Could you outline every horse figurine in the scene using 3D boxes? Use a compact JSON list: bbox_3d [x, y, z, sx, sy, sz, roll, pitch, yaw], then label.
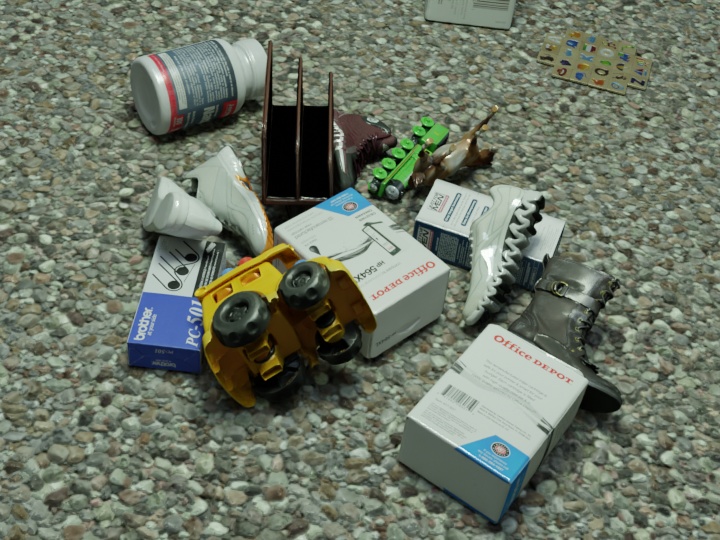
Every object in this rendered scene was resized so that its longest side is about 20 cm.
[{"bbox_3d":[0.134,-0.169,1.737,0.198,0.133,0.050,-31,75,-27],"label":"horse figurine"}]

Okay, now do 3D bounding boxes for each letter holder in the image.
[{"bbox_3d":[-0.086,-0.212,1.630,0.099,0.144,0.202,1,47,-1],"label":"letter holder"}]

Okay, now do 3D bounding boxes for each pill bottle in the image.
[{"bbox_3d":[-0.243,-0.291,1.806,0.198,0.121,0.120,-20,49,-27],"label":"pill bottle"}]

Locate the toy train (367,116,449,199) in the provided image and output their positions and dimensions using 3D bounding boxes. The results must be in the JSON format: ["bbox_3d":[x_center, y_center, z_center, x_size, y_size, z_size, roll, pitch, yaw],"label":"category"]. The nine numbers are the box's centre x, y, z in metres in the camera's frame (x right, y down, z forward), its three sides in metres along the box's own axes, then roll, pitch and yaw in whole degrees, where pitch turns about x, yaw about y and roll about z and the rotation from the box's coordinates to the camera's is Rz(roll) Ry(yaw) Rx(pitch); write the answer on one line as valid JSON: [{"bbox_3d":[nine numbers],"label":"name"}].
[{"bbox_3d":[0.076,-0.169,1.788,0.056,0.042,0.200,32,47,9],"label":"toy train"}]

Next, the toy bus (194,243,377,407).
[{"bbox_3d":[-0.101,0.038,1.439,0.198,0.137,0.193,-29,39,2],"label":"toy bus"}]

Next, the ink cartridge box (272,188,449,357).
[{"bbox_3d":[0.000,0.000,1.547,0.145,0.085,0.199,-30,54,-33],"label":"ink cartridge box"}]

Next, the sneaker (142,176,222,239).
[{"bbox_3d":[-0.239,-0.073,1.587,0.087,0.076,0.200,18,7,-23],"label":"sneaker"}]

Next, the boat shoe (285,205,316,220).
[{"bbox_3d":[-0.098,-0.140,1.702,0.064,0.074,0.201,-4,44,-21],"label":"boat shoe"}]

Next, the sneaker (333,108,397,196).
[{"bbox_3d":[0.004,-0.181,1.763,0.113,0.077,0.202,2,42,-11],"label":"sneaker"}]

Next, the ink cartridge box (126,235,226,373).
[{"bbox_3d":[-0.233,0.040,1.508,0.092,0.045,0.202,6,43,0],"label":"ink cartridge box"}]

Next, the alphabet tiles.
[{"bbox_3d":[0.416,-0.372,2.083,0.197,0.006,0.168,16,44,9],"label":"alphabet tiles"}]

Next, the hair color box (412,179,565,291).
[{"bbox_3d":[0.180,-0.050,1.657,0.197,0.061,0.101,20,45,12],"label":"hair color box"}]

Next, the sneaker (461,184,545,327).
[{"bbox_3d":[0.176,-0.021,1.569,0.080,0.075,0.203,22,81,19],"label":"sneaker"}]

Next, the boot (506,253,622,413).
[{"bbox_3d":[0.283,0.071,1.504,0.198,0.070,0.174,30,65,25],"label":"boot"}]

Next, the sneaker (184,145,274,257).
[{"bbox_3d":[-0.182,-0.080,1.639,0.091,0.076,0.201,-27,53,-5],"label":"sneaker"}]

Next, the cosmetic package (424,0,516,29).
[{"bbox_3d":[0.206,-0.572,2.146,0.162,0.167,0.202,6,41,-2],"label":"cosmetic package"}]

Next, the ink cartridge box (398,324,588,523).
[{"bbox_3d":[0.159,0.176,1.393,0.145,0.085,0.200,30,46,22],"label":"ink cartridge box"}]
